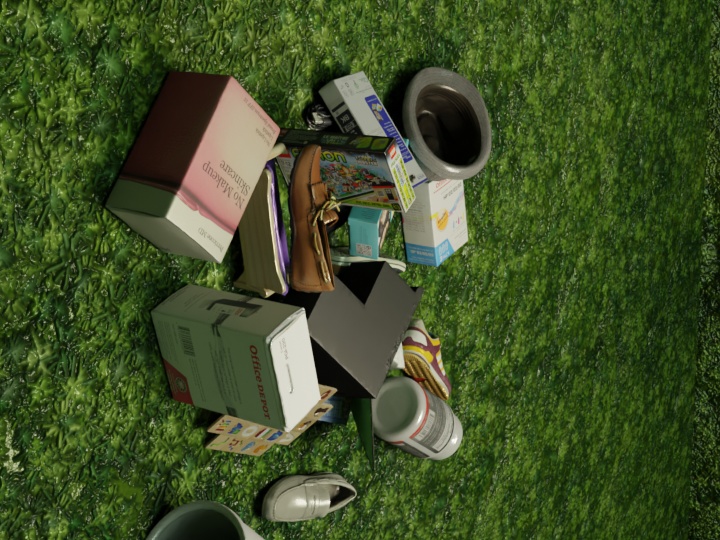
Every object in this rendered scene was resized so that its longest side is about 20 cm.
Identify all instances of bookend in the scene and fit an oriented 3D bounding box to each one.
[{"bbox_3d":[-0.026,0.052,1.578,0.200,0.092,0.200,45,57,-34],"label":"bookend"}]

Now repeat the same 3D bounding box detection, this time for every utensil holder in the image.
[{"bbox_3d":[-0.187,0.435,1.473,0.171,0.169,0.200,-63,145,-22],"label":"utensil holder"}]

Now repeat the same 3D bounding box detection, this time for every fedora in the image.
[{"bbox_3d":[0.130,-0.231,1.799,0.175,0.090,0.202,8,65,-29],"label":"fedora"}]

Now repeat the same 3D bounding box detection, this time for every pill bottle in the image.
[{"bbox_3d":[0.102,0.270,1.908,0.200,0.115,0.117,39,67,-54],"label":"pill bottle"}]

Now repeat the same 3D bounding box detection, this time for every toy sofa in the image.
[{"bbox_3d":[-0.128,-0.070,1.479,0.083,0.097,0.202,-34,125,-47],"label":"toy sofa"}]

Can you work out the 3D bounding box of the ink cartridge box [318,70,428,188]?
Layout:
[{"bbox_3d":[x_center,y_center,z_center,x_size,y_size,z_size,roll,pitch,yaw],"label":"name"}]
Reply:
[{"bbox_3d":[0.021,-0.203,1.618,0.201,0.039,0.099,59,32,0],"label":"ink cartridge box"}]

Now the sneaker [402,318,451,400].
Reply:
[{"bbox_3d":[0.127,0.166,1.955,0.200,0.074,0.091,61,41,-54],"label":"sneaker"}]

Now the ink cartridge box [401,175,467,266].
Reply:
[{"bbox_3d":[0.127,-0.124,1.875,0.115,0.067,0.202,-39,129,-45],"label":"ink cartridge box"}]

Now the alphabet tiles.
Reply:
[{"bbox_3d":[-0.128,0.213,1.548,0.166,0.006,0.200,-42,149,16],"label":"alphabet tiles"}]

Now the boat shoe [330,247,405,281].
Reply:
[{"bbox_3d":[0.000,0.000,1.719,0.199,0.074,0.063,-1,108,-53],"label":"boat shoe"}]

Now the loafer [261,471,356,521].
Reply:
[{"bbox_3d":[-0.080,0.361,1.700,0.199,0.069,0.071,-6,104,-56],"label":"loafer"}]

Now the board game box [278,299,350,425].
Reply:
[{"bbox_3d":[-0.086,0.147,1.638,0.199,0.061,0.202,-3,102,-57],"label":"board game box"}]

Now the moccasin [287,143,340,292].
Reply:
[{"bbox_3d":[-0.060,-0.072,1.465,0.074,0.077,0.204,27,62,-77],"label":"moccasin"}]

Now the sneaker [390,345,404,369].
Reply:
[{"bbox_3d":[0.033,0.126,1.785,0.200,0.070,0.081,37,51,-81],"label":"sneaker"}]

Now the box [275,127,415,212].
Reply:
[{"bbox_3d":[-0.026,-0.144,1.517,0.035,0.199,0.111,-55,139,-33],"label":"box"}]

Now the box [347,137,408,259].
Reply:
[{"bbox_3d":[0.029,-0.119,1.685,0.083,0.049,0.201,89,16,-49],"label":"box"}]

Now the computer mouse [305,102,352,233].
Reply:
[{"bbox_3d":[-0.034,-0.153,1.637,0.138,0.052,0.202,-8,106,-56],"label":"computer mouse"}]

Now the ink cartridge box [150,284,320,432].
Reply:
[{"bbox_3d":[-0.161,0.111,1.388,0.085,0.199,0.147,-39,130,-44],"label":"ink cartridge box"}]

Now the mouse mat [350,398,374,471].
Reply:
[{"bbox_3d":[0.001,0.205,1.709,0.007,0.200,0.162,-6,112,-10],"label":"mouse mat"}]

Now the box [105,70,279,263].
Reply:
[{"bbox_3d":[-0.206,-0.130,1.333,0.128,0.108,0.201,44,62,-52],"label":"box"}]
